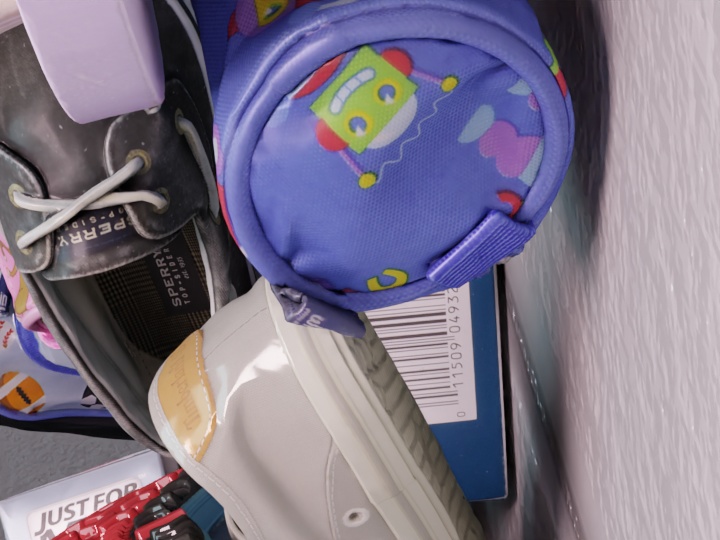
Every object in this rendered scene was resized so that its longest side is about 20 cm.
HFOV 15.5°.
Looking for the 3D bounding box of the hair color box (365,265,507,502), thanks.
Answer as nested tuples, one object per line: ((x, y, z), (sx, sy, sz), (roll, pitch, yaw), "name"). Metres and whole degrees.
((0.000, 0.000, 0.828), (0.200, 0.060, 0.100), (-116, 22, -77), "hair color box")

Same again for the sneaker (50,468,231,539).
((-0.051, 0.113, 0.721), (0.096, 0.079, 0.200), (62, -175, -6), "sneaker")

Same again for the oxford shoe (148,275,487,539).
((0.001, 0.074, 0.672), (0.075, 0.058, 0.200), (-110, -7, -46), "oxford shoe")

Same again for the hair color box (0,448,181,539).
((-0.051, 0.165, 0.865), (0.099, 0.060, 0.201), (36, -144, -73), "hair color box")

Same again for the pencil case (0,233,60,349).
((-0.107, -0.075, 0.908), (0.086, 0.083, 0.201), (-36, 73, 59), "pencil case")

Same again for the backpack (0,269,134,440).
((-0.080, -0.032, 1.030), (0.154, 0.199, 0.191), (-10, 75, 54), "backpack")

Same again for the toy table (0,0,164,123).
((-0.111, -0.083, 0.548), (0.200, 0.117, 0.184), (85, 172, -76), "toy table")

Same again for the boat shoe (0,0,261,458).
((-0.066, -0.027, 0.713), (0.200, 0.072, 0.071), (64, -164, -44), "boat shoe")

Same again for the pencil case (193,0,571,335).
((-0.002, -0.072, 0.627), (0.087, 0.078, 0.200), (50, -165, -34), "pencil case")
